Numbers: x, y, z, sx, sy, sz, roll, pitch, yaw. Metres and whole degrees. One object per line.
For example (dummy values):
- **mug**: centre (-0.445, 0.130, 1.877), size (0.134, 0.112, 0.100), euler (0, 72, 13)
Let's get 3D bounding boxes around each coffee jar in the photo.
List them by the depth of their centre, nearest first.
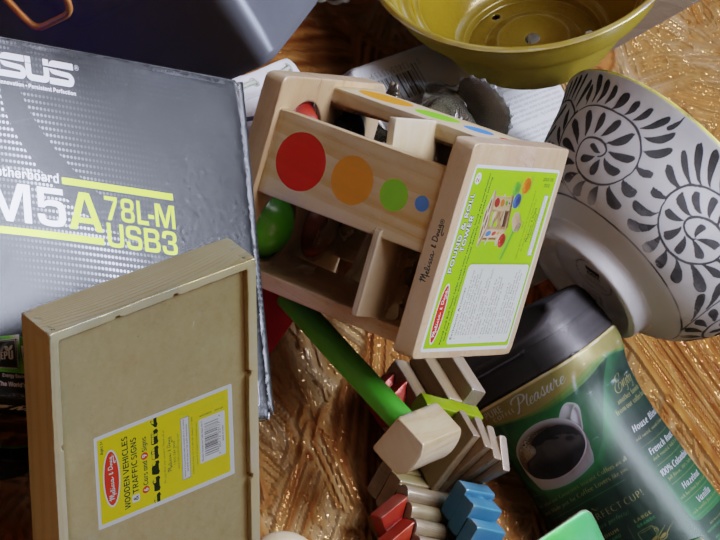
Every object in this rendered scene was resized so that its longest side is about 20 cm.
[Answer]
- **coffee jar**: centre (0.145, 0.113, 1.847), size (0.200, 0.104, 0.085), euler (58, 33, -1)

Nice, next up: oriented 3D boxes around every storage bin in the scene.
- **storage bin**: centre (-0.129, -0.160, 1.681), size (0.134, 0.200, 0.146), euler (55, 38, -18)

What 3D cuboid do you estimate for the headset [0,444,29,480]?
- **headset**: centre (-0.221, 0.019, 1.536), size (0.200, 0.094, 0.124), euler (38, 42, -13)

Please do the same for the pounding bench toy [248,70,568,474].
- **pounding bench toy**: centre (0.000, 0.000, 1.710), size (0.124, 0.156, 0.200), euler (-1, 109, -61)

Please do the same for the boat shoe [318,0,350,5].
- **boat shoe**: centre (-0.018, -0.206, 1.913), size (0.062, 0.073, 0.200), euler (45, 36, -10)

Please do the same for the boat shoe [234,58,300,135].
- **boat shoe**: centre (-0.087, -0.083, 1.772), size (0.067, 0.074, 0.200), euler (55, 28, 9)

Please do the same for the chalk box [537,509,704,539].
- **chalk box**: centre (0.156, 0.240, 1.738), size (0.124, 0.124, 0.200), euler (-31, 89, -28)

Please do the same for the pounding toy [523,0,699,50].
- **pounding toy**: centre (0.153, -0.270, 2.037), size (0.200, 0.142, 0.184), euler (64, 21, 8)

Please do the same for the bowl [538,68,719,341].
- **bowl**: centre (0.170, -0.021, 1.866), size (0.094, 0.201, 0.201), euler (-42, 99, -16)

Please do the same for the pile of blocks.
- **pile of blocks**: centre (0.040, 0.132, 1.743), size (0.062, 0.082, 0.200), euler (15, 56, -39)

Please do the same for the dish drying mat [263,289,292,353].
- **dish drying mat**: centre (-0.072, 0.021, 1.736), size (0.077, 0.018, 0.200), euler (66, 33, -25)

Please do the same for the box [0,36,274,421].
- **box**: centre (-0.139, -0.018, 1.564), size (0.200, 0.047, 0.194), euler (8, 72, -43)

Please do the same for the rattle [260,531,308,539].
- **rattle**: centre (-0.009, 0.186, 1.619), size (0.130, 0.143, 0.200), euler (-34, 98, -32)

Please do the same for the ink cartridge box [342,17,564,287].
- **ink cartridge box**: centre (0.080, -0.068, 1.946), size (0.200, 0.044, 0.174), euler (-23, 84, -51)

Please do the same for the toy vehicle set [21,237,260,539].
- **toy vehicle set**: centre (-0.110, 0.093, 1.526), size (0.124, 0.200, 0.027), euler (-20, 36, -32)

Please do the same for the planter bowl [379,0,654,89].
- **planter bowl**: centre (0.108, -0.175, 1.916), size (0.084, 0.200, 0.201), euler (81, 19, -43)

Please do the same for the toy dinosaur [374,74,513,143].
- **toy dinosaur**: centre (0.047, -0.055, 1.817), size (0.102, 0.077, 0.200), euler (17, 55, -21)
